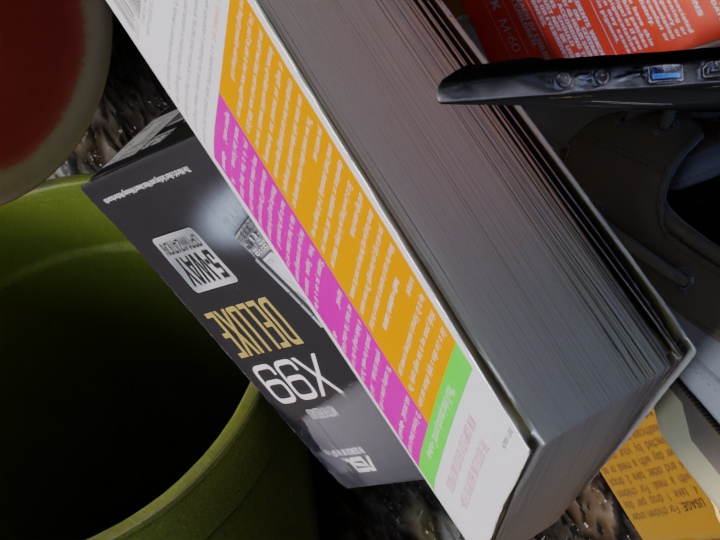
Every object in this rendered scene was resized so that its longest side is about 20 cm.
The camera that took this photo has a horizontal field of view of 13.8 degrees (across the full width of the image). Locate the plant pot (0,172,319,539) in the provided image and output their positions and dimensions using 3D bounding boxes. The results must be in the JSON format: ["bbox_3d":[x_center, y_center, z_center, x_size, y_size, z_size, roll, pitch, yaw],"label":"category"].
[{"bbox_3d":[-0.099,0.096,1.240,0.200,0.200,0.193,36,160,40],"label":"plant pot"}]

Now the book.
[{"bbox_3d":[-0.004,-0.028,0.757,0.200,0.048,0.134,56,163,12],"label":"book"}]

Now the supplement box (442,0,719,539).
[{"bbox_3d":[0.070,-0.017,0.883,0.200,0.066,0.069,58,156,0],"label":"supplement box"}]

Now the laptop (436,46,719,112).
[{"bbox_3d":[0.143,0.003,0.622,0.200,0.177,0.104,-2,91,26],"label":"laptop"}]

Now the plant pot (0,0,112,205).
[{"bbox_3d":[-0.208,-0.098,1.201,0.177,0.200,0.201,7,126,47],"label":"plant pot"}]

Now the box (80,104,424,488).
[{"bbox_3d":[0.000,0.000,1.041,0.158,0.050,0.200,50,157,-12],"label":"box"}]

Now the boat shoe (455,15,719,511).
[{"bbox_3d":[0.086,-0.011,0.761,0.200,0.075,0.068,47,127,31],"label":"boat shoe"}]

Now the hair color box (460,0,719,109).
[{"bbox_3d":[0.109,-0.099,0.673,0.200,0.111,0.064,-11,106,64],"label":"hair color box"}]
